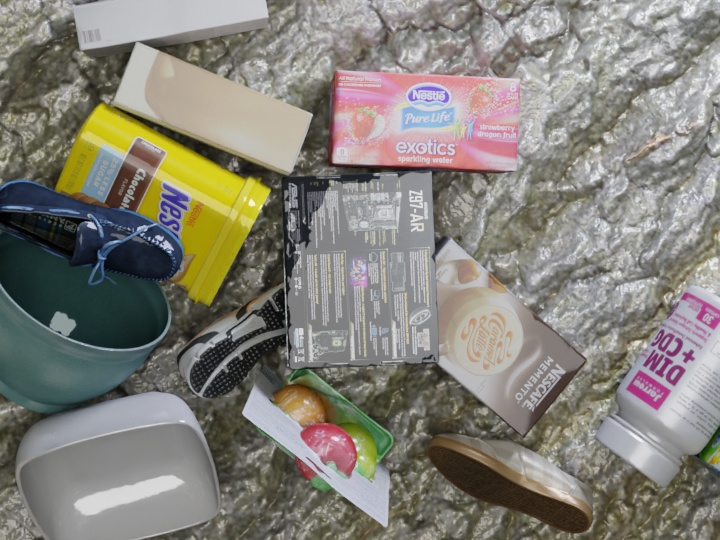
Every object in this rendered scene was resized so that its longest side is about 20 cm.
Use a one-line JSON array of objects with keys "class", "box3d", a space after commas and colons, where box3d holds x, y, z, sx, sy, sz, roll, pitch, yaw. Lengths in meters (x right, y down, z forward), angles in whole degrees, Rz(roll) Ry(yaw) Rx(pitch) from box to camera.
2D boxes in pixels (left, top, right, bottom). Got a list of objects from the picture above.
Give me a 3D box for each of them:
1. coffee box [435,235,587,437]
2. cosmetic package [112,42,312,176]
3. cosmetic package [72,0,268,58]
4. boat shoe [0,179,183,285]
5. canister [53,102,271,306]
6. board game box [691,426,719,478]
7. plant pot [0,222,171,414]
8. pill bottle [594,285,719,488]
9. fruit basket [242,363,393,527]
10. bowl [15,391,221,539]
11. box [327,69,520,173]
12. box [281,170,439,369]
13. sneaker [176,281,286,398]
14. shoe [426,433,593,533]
[{"class": "coffee box", "box3d": [0.133, 0.070, 1.602, 0.200, 0.080, 0.115, 40, 90, -4]}, {"class": "cosmetic package", "box3d": [-0.155, -0.168, 1.561, 0.199, 0.105, 0.071, 22, 91, -6]}, {"class": "cosmetic package", "box3d": [-0.199, -0.269, 1.564, 0.199, 0.083, 0.051, -11, 91, -4]}, {"class": "boat shoe", "box3d": [-0.281, -0.026, 1.496, 0.199, 0.069, 0.085, 14, 118, 0]}, {"class": "canister", "box3d": [-0.214, -0.070, 1.548, 0.199, 0.087, 0.149, 28, 124, -5]}, {"class": "board game box", "box3d": [0.441, 0.198, 1.569, 0.105, 0.200, 0.103, 37, 90, -5]}, {"class": "plant pot", "box3d": [-0.314, 0.063, 1.531, 0.199, 0.201, 0.135, 29, 117, -5]}, {"class": "pill bottle", "box3d": [0.349, 0.128, 1.602, 0.113, 0.113, 0.201, 35, 90, -5]}, {"class": "fruit basket", "box3d": [-0.045, 0.184, 1.538, 0.185, 0.200, 0.094, 39, 105, -5]}, {"class": "bowl", "box3d": [-0.255, 0.203, 1.549, 0.198, 0.201, 0.075, -13, 50, -5]}, {"class": "box", "box3d": [0.066, -0.158, 1.579, 0.198, 0.095, 0.103, 3, 92, -4]}, {"class": "box", "box3d": [0.000, 0.000, 1.536, 0.159, 0.044, 0.202, -3, 87, 2]}, {"class": "sneaker", "box3d": [-0.115, 0.058, 1.592, 0.199, 0.080, 0.074, -31, 114, -20]}, {"class": "shoe", "box3d": [0.167, 0.226, 1.630, 0.199, 0.070, 0.054, 26, 48, -1]}]
